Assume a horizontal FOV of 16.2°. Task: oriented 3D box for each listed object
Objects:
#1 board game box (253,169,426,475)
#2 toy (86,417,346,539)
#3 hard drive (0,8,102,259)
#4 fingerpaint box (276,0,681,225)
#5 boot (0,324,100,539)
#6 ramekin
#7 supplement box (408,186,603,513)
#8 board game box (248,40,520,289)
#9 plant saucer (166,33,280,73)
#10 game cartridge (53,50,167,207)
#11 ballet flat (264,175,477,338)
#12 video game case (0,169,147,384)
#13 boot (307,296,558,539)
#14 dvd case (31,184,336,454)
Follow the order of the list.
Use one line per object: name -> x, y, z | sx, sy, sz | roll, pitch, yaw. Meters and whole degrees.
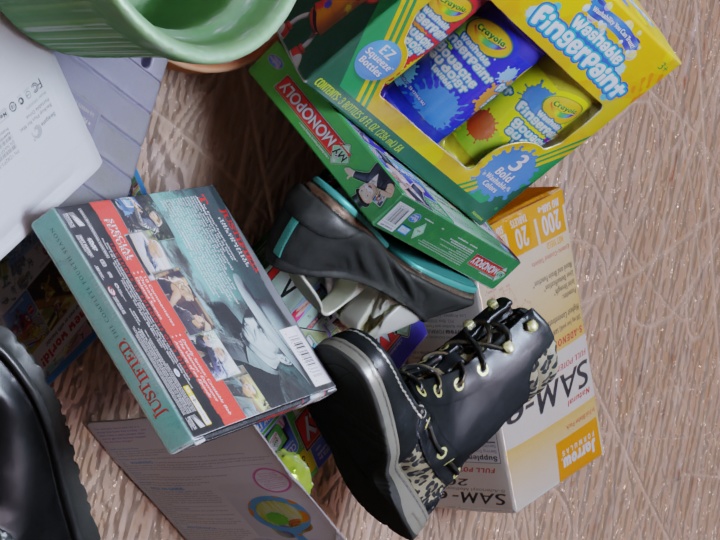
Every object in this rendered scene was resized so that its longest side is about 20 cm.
board game box -> -0.037, 0.044, 1.601 | 0.200, 0.029, 0.135 | -50, 127, -42
toy -> -0.061, 0.136, 1.507 | 0.200, 0.115, 0.047 | 57, 40, -36
hard drive -> -0.213, -0.107, 1.294 | 0.132, 0.026, 0.200 | -48, 125, -43
fingerpaint box -> 0.073, -0.140, 1.539 | 0.200, 0.167, 0.073 | 37, 19, -46
boot -> -0.218, 0.134, 1.320 | 0.158, 0.079, 0.211 | -47, 126, -43
ramekin -> -0.121, -0.204, 1.321 | 0.200, 0.098, 0.200 | 6, 83, -53
supplement box -> 0.096, 0.054, 1.757 | 0.126, 0.073, 0.200 | -27, 111, -50
board game box -> 0.018, -0.063, 1.586 | 0.029, 0.135, 0.200 | -44, 155, 9
plant saucer -> -0.104, -0.217, 1.509 | 0.200, 0.032, 0.201 | 3, 85, -47
game cartridge -> -0.190, -0.109, 1.373 | 0.200, 0.038, 0.130 | 38, 63, -46
ballet flat -> 0.000, 0.000, 1.558 | 0.068, 0.068, 0.200 | -53, 144, 4
video game case -> -0.184, -0.052, 1.422 | 0.143, 0.018, 0.200 | -48, 126, -43
boot -> 0.046, 0.062, 1.569 | 0.154, 0.073, 0.204 | -45, 148, -18
dvd case -> -0.093, 0.022, 1.398 | 0.146, 0.022, 0.200 | 58, 22, 6
